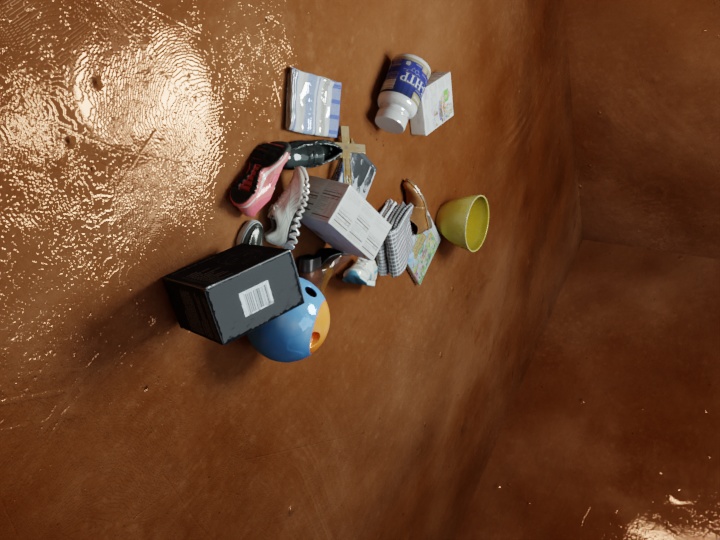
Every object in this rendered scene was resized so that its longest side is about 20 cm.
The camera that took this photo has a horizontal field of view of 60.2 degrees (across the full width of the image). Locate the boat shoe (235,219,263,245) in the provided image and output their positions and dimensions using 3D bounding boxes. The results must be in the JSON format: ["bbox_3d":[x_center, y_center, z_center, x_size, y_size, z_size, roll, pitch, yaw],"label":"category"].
[{"bbox_3d":[-0.253,-0.016,1.413,0.069,0.056,0.201,23,81,-57],"label":"boat shoe"}]

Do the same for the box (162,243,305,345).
[{"bbox_3d":[-0.255,0.039,1.251,0.199,0.196,0.125,-27,114,-34],"label":"box"}]

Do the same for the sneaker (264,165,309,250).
[{"bbox_3d":[-0.172,-0.151,1.466,0.081,0.075,0.201,12,96,-19],"label":"sneaker"}]

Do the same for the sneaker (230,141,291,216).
[{"bbox_3d":[-0.221,-0.208,1.408,0.201,0.073,0.087,-58,156,-22],"label":"sneaker"}]

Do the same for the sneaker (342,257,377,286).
[{"bbox_3d":[0.000,0.000,1.775,0.200,0.076,0.081,9,91,-78],"label":"sneaker"}]

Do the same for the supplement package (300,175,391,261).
[{"bbox_3d":[-0.049,-0.132,1.568,0.200,0.155,0.111,40,75,-46],"label":"supplement package"}]

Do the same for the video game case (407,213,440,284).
[{"bbox_3d":[0.209,-0.081,2.134,0.201,0.022,0.182,-62,144,-23],"label":"video game case"}]

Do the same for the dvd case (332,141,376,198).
[{"bbox_3d":[-0.026,-0.233,1.722,0.150,0.025,0.201,39,68,-54],"label":"dvd case"}]

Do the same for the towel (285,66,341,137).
[{"bbox_3d":[-0.112,-0.408,1.529,0.200,0.024,0.148,-7,104,-56],"label":"towel"}]

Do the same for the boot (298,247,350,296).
[{"bbox_3d":[-0.094,0.048,1.671,0.188,0.068,0.201,-25,122,-54],"label":"boot"}]

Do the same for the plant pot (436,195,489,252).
[{"bbox_3d":[0.354,-0.176,2.215,0.200,0.141,0.201,-25,120,-52],"label":"plant pot"}]

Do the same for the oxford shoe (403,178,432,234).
[{"bbox_3d":[0.172,-0.201,2.001,0.071,0.071,0.201,-33,121,-16],"label":"oxford shoe"}]

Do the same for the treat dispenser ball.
[{"bbox_3d":[-0.171,0.113,1.447,0.201,0.200,0.202,-24,120,-52],"label":"treat dispenser ball"}]

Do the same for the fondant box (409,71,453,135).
[{"bbox_3d":[0.225,-0.535,1.981,0.200,0.058,0.145,-42,133,-42],"label":"fondant box"}]

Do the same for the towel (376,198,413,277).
[{"bbox_3d":[0.107,-0.100,1.879,0.200,0.085,0.166,-61,146,-49],"label":"towel"}]

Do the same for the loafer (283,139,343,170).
[{"bbox_3d":[-0.120,-0.286,1.517,0.200,0.070,0.069,-27,123,-50],"label":"loafer"}]

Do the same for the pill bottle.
[{"bbox_3d":[0.115,-0.499,1.766,0.120,0.119,0.201,38,68,-54],"label":"pill bottle"}]

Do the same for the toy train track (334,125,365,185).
[{"bbox_3d":[-0.042,-0.280,1.645,0.114,0.032,0.201,-1,83,-27],"label":"toy train track"}]
